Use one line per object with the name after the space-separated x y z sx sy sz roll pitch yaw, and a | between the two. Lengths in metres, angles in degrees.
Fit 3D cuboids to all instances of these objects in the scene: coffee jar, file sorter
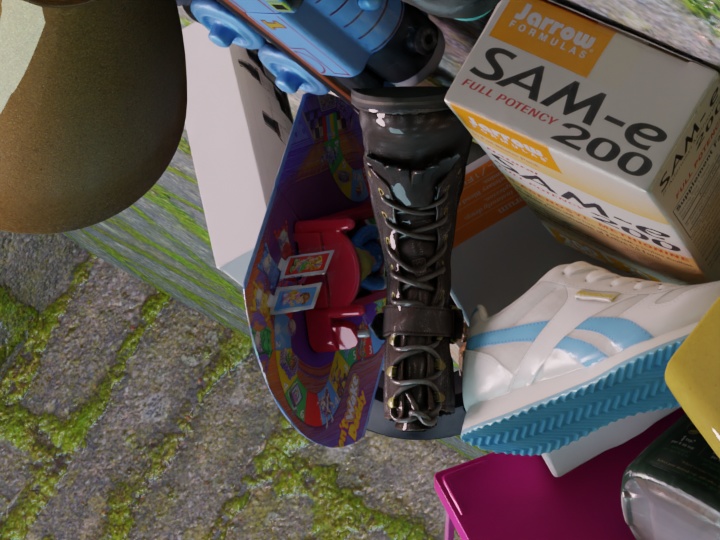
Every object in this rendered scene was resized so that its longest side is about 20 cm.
0.240 0.088 1.455 0.104 0.200 0.086 27 146 34 | coffee jar
0.159 0.171 1.525 0.126 0.199 0.139 90 156 -51 | file sorter

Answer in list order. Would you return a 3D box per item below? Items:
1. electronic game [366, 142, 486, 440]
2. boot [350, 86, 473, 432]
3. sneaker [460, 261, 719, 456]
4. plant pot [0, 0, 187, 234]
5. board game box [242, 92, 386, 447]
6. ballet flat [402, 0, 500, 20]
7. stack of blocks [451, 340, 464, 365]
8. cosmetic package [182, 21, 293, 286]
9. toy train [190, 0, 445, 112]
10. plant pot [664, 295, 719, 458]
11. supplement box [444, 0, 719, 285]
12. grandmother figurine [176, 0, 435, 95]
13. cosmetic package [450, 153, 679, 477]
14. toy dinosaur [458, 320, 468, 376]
0.038 0.009 1.718 0.200 0.200 0.042 33 169 -10 | electronic game
0.033 -0.002 1.403 0.069 0.175 0.200 0 171 5 | boot
0.132 0.031 1.365 0.199 0.081 0.076 -20 150 34 | sneaker
-0.181 -0.146 1.506 0.186 0.187 0.200 31 156 4 | plant pot
0.000 0.000 1.490 0.039 0.201 0.158 -3 142 27 | board game box
-0.018 -0.180 1.260 0.199 0.068 0.068 19 160 14 | ballet flat
0.090 -0.001 1.778 0.200 0.115 0.059 50 173 3 | stack of blocks
-0.074 -0.075 1.796 0.083 0.051 0.201 37 -149 -49 | cosmetic package
-0.037 -0.155 1.411 0.200 0.087 0.114 37 165 -36 | toy train
0.264 0.064 1.249 0.176 0.200 0.200 38 178 34 | plant pot
0.139 -0.055 1.372 0.126 0.074 0.200 26 171 29 | supplement box
-0.035 -0.138 1.618 0.200 0.061 0.121 30 164 -6 | grandmother figurine
0.108 0.014 1.528 0.071 0.101 0.200 59 -179 -41 | cosmetic package
0.134 0.031 1.611 0.086 0.199 0.136 52 -158 -39 | toy dinosaur
